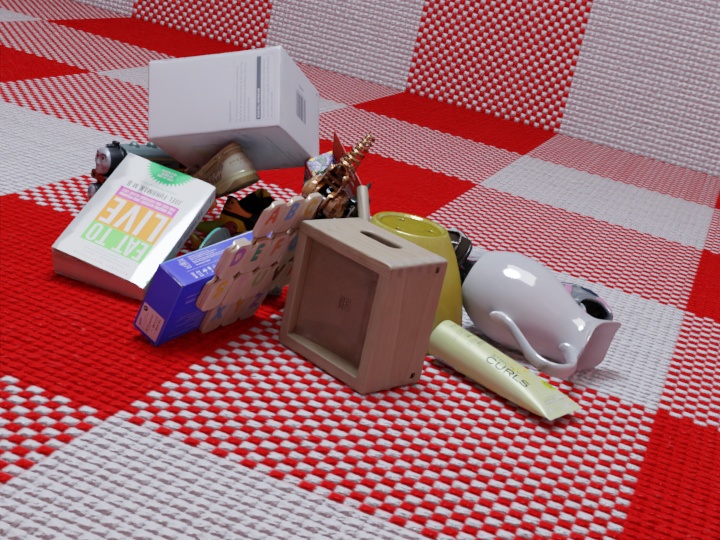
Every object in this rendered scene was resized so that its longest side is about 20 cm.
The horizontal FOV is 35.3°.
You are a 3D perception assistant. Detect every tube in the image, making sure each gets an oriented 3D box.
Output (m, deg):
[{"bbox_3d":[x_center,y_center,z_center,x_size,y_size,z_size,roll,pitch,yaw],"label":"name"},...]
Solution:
[{"bbox_3d":[0.172,0.126,1.383,0.199,0.052,0.058,31,65,34],"label":"tube"}]

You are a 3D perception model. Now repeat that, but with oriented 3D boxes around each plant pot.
[{"bbox_3d":[0.053,0.005,1.508,0.198,0.143,0.200,12,18,-4],"label":"plant pot"}]

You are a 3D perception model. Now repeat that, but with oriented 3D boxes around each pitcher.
[{"bbox_3d":[0.222,0.064,1.501,0.199,0.122,0.171,33,28,22],"label":"pitcher"}]

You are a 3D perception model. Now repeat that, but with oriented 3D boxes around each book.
[{"bbox_3d":[-0.292,-0.058,1.477,0.133,0.048,0.201,20,49,8],"label":"book"}]

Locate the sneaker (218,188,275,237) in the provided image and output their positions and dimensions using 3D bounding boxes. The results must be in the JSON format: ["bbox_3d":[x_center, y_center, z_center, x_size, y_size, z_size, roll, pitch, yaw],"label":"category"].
[{"bbox_3d":[-0.138,-0.082,1.727,0.070,0.091,0.199,24,21,32],"label":"sneaker"}]

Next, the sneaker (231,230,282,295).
[{"bbox_3d":[-0.148,-0.011,1.570,0.086,0.075,0.200,-3,13,0],"label":"sneaker"}]

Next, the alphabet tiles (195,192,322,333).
[{"bbox_3d":[-0.117,-0.007,1.358,0.015,0.196,0.200,40,26,17],"label":"alphabet tiles"}]

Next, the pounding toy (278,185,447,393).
[{"bbox_3d":[0.003,0.015,1.372,0.141,0.186,0.199,-5,25,-45],"label":"pounding toy"}]

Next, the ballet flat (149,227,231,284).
[{"bbox_3d":[-0.201,0.005,1.474,0.068,0.068,0.200,26,30,10],"label":"ballet flat"}]

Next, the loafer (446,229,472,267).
[{"bbox_3d":[0.073,-0.038,1.698,0.199,0.072,0.073,2,52,36],"label":"loafer"}]

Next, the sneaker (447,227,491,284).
[{"bbox_3d":[0.149,0.007,1.716,0.086,0.081,0.200,-18,28,-20],"label":"sneaker"}]

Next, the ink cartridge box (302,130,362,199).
[{"bbox_3d":[-0.043,-0.111,1.683,0.050,0.110,0.200,-22,-17,-13],"label":"ink cartridge box"}]

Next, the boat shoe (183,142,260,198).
[{"bbox_3d":[-0.207,-0.138,1.644,0.073,0.063,0.199,-24,6,-33],"label":"boat shoe"}]

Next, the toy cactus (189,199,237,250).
[{"bbox_3d":[-0.291,-0.065,1.610,0.199,0.103,0.164,-4,5,-37],"label":"toy cactus"}]

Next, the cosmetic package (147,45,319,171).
[{"bbox_3d":[-0.180,-0.225,1.648,0.198,0.124,0.199,-3,-11,14],"label":"cosmetic package"}]

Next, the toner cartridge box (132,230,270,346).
[{"bbox_3d":[-0.177,0.016,1.354,0.043,0.095,0.200,40,31,17],"label":"toner cartridge box"}]

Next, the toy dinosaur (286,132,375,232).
[{"bbox_3d":[-0.042,-0.086,1.476,0.103,0.199,0.136,59,19,2],"label":"toy dinosaur"}]

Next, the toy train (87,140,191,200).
[{"bbox_3d":[-0.327,-0.145,1.750,0.199,0.115,0.085,-3,23,-41],"label":"toy train"}]

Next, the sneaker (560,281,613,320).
[{"bbox_3d":[0.282,0.052,1.643,0.199,0.071,0.082,0,19,-31],"label":"sneaker"}]
